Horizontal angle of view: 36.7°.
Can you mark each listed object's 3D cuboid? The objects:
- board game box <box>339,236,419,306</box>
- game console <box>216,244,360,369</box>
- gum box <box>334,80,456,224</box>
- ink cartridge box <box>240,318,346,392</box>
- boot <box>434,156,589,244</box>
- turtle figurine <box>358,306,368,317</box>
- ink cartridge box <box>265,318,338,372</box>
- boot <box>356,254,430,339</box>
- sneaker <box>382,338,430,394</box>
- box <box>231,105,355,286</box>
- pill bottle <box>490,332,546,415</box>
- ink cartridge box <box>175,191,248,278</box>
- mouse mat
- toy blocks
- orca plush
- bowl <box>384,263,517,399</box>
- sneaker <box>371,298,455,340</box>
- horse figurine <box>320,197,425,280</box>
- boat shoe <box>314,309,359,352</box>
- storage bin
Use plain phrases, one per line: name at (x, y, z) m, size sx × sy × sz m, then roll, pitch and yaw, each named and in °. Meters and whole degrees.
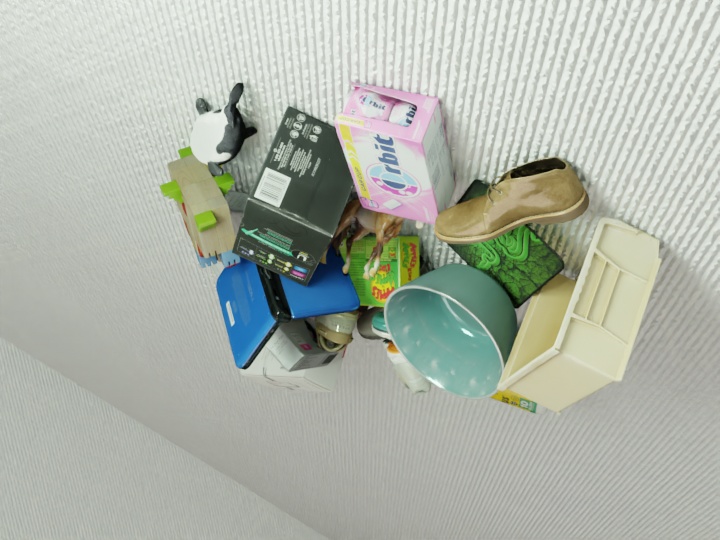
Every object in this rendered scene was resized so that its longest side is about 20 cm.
board game box at (0.000, 0.000, 1.635) m, size 0.198 × 0.104 × 0.047 m, roll 1°, pitch -177°, yaw 43°
game console at (-0.112, 0.035, 1.590) m, size 0.117 × 0.201 × 0.172 m, roll 21°, pitch 119°, yaw -32°
gum box at (0.046, -0.143, 1.330) m, size 0.111 × 0.067 × 0.201 m, roll 14°, pitch 156°, yaw 19°
ink cartridge box at (-0.119, 0.140, 2.005) m, size 0.082 × 0.149 × 0.198 m, roll 30°, pitch 159°, yaw -36°
boot at (0.170, -0.088, 1.307) m, size 0.197 × 0.074 × 0.076 m, roll -15°, pitch 132°, yaw 28°
turtle figurine at (-0.060, 0.033, 1.823) m, size 0.159 × 0.065 × 0.200 m, roll 24°, pitch 157°, yaw 1°
ink cartridge box at (-0.130, 0.090, 1.816) m, size 0.174 × 0.044 × 0.200 m, roll 47°, pitch -169°, yaw 12°
boot at (0.047, 0.034, 1.711) m, size 0.198 × 0.069 × 0.131 m, roll -19°, pitch 131°, yaw 35°
sneaker at (0.081, 0.148, 1.722) m, size 0.074 × 0.094 × 0.200 m, roll -19°, pitch -177°, yaw 7°
box at (-0.084, -0.094, 1.459) m, size 0.122 × 0.151 × 0.200 m, roll 23°, pitch 158°, yaw -4°
pill bottle at (0.218, 0.148, 1.736) m, size 0.197 × 0.114 × 0.113 m, roll 18°, pitch 157°, yaw 13°
ink cartridge box at (-0.188, -0.041, 1.745) m, size 0.171 × 0.044 × 0.202 m, roll 12°, pitch 141°, yaw 36°
mouse mat at (0.183, -0.031, 1.451) m, size 0.161 × 0.008 × 0.200 m, roll 45°, pitch 157°, yaw 5°
toy blocks at (-0.225, -0.071, 1.578) m, size 0.201 × 0.098 × 0.139 m, roll -126°, pitch 21°, yaw -49°
orca plush at (-0.175, -0.199, 1.471) m, size 0.107 × 0.070 × 0.200 m, roll 66°, pitch 155°, yaw 15°
bowl at (0.142, 0.070, 1.517) m, size 0.199 × 0.105 × 0.203 m, roll 29°, pitch 144°, yaw 24°
sneaker at (0.109, 0.053, 1.630) m, size 0.196 × 0.078 × 0.081 m, roll -14°, pitch 113°, yaw 9°
horse figurine at (0.012, -0.057, 1.512) m, size 0.050 × 0.134 × 0.199 m, roll 30°, pitch 171°, yaw -31°
boat shoe at (-0.046, 0.099, 1.780) m, size 0.073 × 0.068 × 0.200 m, roll 15°, pitch 169°, yaw -2°
storage bin at (0.277, 0.059, 1.371) m, size 0.092 × 0.201 × 0.200 m, roll 26°, pitch 157°, yaw -2°
